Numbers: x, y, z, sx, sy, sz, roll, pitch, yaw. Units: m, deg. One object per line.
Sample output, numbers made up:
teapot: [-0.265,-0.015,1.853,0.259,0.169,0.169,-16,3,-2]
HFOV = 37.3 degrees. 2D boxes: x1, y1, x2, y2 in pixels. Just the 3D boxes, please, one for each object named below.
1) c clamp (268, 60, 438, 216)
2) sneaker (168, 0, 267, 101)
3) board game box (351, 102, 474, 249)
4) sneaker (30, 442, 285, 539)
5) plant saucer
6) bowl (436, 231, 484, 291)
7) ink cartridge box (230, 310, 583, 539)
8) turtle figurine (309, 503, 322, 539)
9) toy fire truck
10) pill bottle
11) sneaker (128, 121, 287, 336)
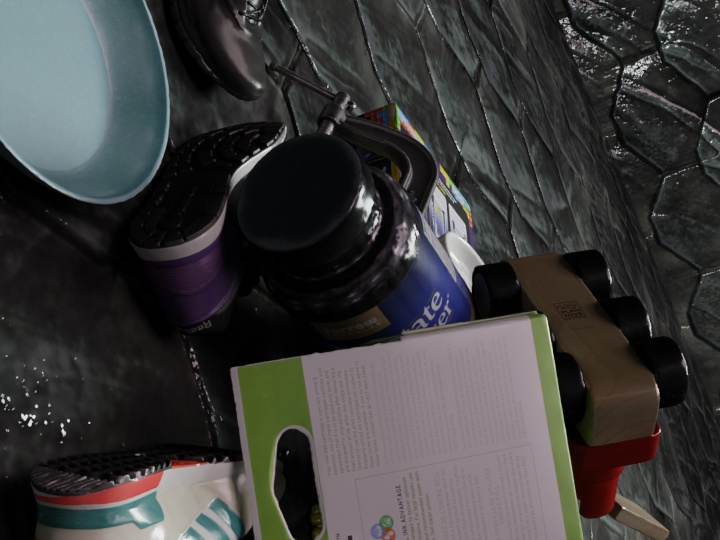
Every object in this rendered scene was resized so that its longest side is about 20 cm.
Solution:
c clamp: [-0.021,-0.080,0.885,0.027,0.170,0.201,114,-6,-46]
sneaker: [-0.100,-0.231,0.815,0.076,0.090,0.202,-12,86,-70]
board game box: [0.058,-0.045,1.099,0.200,0.056,0.166,47,35,-48]
sneaker: [-0.105,0.145,0.572,0.200,0.070,0.094,13,79,-67]
plant saucer: [-0.181,-0.131,0.608,0.200,0.036,0.201,45,38,-52]
bowl: [0.053,0.029,0.902,0.200,0.107,0.201,45,24,-26]
ink cartridge box: [0.021,0.113,0.643,0.076,0.198,0.149,159,-77,-70]
turtle figurine: [0.047,0.177,0.759,0.201,0.160,0.064,68,23,-10]
toy fire truck: [0.162,0.106,0.781,0.176,0.128,0.201,-116,-159,-55]
pill bottle: [0.000,0.000,0.718,0.200,0.111,0.113,51,30,-52]
sneaker: [-0.095,-0.031,0.727,0.200,0.075,0.088,-65,147,-55]
